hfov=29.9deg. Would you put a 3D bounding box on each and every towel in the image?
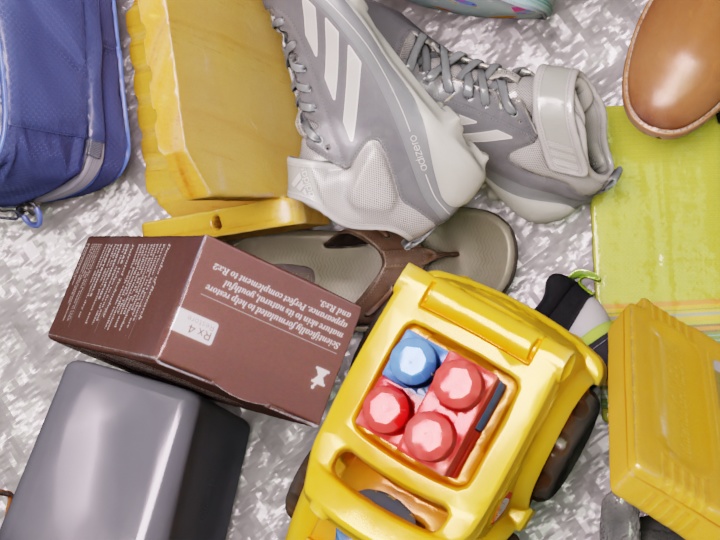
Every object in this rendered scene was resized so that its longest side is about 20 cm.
[{"bbox_3d":[0.189,-0.006,0.851,0.086,0.018,0.201,-3,86,3],"label":"towel"}]

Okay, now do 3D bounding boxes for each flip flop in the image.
[{"bbox_3d":[0.000,0.000,0.856,0.199,0.058,0.082,-1,87,9],"label":"flip flop"}]

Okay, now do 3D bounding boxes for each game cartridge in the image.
[{"bbox_3d":[0.223,0.110,0.738,0.200,0.176,0.032,33,119,-9],"label":"game cartridge"}]

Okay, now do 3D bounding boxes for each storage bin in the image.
[{"bbox_3d":[-0.144,0.134,0.812,0.145,0.200,0.135,14,79,10],"label":"storage bin"}]

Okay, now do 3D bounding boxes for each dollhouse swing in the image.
[{"bbox_3d":[-0.119,-0.116,0.786,0.181,0.176,0.201,-7,90,36],"label":"dollhouse swing"}]

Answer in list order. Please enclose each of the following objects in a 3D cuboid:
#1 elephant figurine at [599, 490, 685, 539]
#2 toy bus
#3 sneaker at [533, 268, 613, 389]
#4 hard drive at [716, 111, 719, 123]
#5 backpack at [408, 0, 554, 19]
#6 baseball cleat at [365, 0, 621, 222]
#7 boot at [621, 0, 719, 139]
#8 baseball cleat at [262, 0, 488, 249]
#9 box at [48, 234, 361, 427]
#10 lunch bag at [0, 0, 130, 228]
[{"bbox_3d":[0.234,0.210,0.774,0.199,0.155,0.142,6,83,14],"label":"elephant figurine"},{"bbox_3d":[0.033,0.099,0.707,0.135,0.192,0.201,29,90,13],"label":"toy bus"},{"bbox_3d":[0.070,0.068,0.839,0.200,0.072,0.083,-32,76,6],"label":"sneaker"},{"bbox_3d":[0.265,-0.205,0.835,0.139,0.033,0.201,-14,83,7],"label":"hard drive"},{"bbox_3d":[0.077,-0.228,0.797,0.199,0.176,0.154,6,96,13],"label":"backpack"},{"bbox_3d":[0.072,-0.110,0.802,0.200,0.106,0.070,34,53,-19],"label":"baseball cleat"},{"bbox_3d":[0.213,-0.172,0.744,0.077,0.155,0.200,39,92,10],"label":"boot"},{"bbox_3d":[-0.020,-0.097,0.735,0.106,0.070,0.200,-42,97,2],"label":"baseball cleat"},{"bbox_3d":[-0.095,0.029,0.760,0.100,0.200,0.075,26,81,-27],"label":"box"},{"bbox_3d":[-0.226,-0.126,0.857,0.135,0.132,0.201,-7,87,33],"label":"lunch bag"}]
